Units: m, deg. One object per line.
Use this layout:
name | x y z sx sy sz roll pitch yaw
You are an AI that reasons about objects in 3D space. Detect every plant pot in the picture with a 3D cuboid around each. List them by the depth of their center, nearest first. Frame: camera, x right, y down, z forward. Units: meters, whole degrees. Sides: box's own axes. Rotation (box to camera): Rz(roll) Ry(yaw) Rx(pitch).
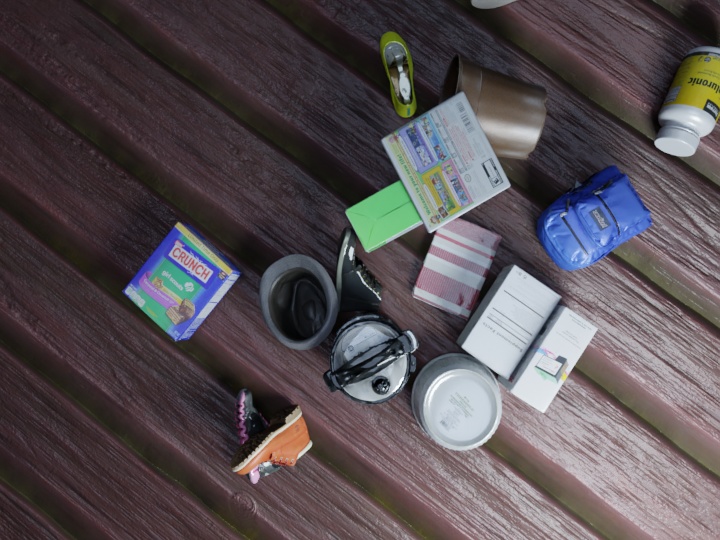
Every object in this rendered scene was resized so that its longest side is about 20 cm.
plant pot | 0.270 -0.326 1.147 0.194 0.200 0.205 11 89 -4

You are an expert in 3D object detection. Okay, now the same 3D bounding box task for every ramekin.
ramekin | 0.208 0.283 1.166 0.196 0.105 0.205 0 88 3

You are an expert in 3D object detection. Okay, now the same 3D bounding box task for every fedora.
fedora | -0.124 0.072 1.193 0.175 0.090 0.202 -33 73 10

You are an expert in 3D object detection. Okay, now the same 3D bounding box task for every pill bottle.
pill bottle | 0.701 -0.351 1.152 0.110 0.111 0.203 24 90 4

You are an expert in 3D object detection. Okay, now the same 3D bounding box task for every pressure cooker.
pressure cooker | 0.025 0.182 1.133 0.176 0.200 0.179 20 90 5

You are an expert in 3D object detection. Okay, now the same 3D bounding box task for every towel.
towel | 0.213 -0.010 1.217 0.142 0.023 0.203 22 91 2

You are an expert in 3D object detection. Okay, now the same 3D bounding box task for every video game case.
video game case | 0.162 -0.205 1.043 0.180 0.022 0.202 -29 94 2

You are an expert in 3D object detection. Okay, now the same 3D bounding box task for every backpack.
backpack | 0.472 -0.105 1.134 0.198 0.168 0.164 -33 80 6

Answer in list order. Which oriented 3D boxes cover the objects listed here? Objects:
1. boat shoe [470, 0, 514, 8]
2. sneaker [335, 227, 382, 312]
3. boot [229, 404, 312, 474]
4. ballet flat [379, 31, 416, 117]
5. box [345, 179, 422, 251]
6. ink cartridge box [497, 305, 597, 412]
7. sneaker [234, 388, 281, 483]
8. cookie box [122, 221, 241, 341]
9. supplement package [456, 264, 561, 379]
boat shoe | 0.328 -0.654 1.211 0.196 0.075 0.095 -15 81 -5
sneaker | 0.000 0.000 1.183 0.104 0.075 0.203 4 123 -4
boot | -0.182 0.384 1.160 0.074 0.199 0.109 -15 101 45
ballet flat | 0.088 -0.444 1.216 0.065 0.067 0.204 -12 87 4
box | 0.077 -0.126 1.151 0.197 0.176 0.098 -28 89 2
ink cartridge box | 0.382 0.177 1.137 0.083 0.145 0.202 33 90 4
sneaker | -0.224 0.360 1.217 0.094 0.079 0.204 -10 86 -21
cookie box | -0.397 0.025 1.227 0.171 0.075 0.201 40 90 5
supplement package | 0.308 0.106 1.156 0.119 0.121 0.202 34 91 5
